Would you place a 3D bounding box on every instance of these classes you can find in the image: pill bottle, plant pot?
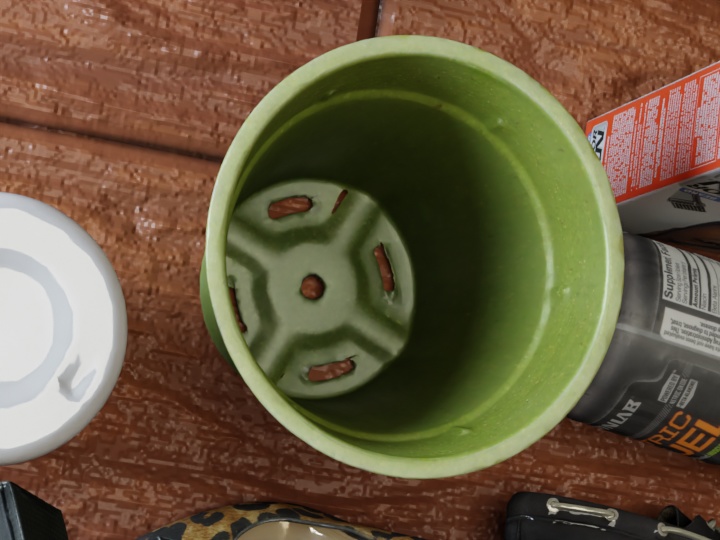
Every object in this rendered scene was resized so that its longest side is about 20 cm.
[{"bbox_3d":[-0.179,0.032,0.942,0.113,0.200,0.114,2,85,-17],"label":"pill bottle"},{"bbox_3d":[0.169,0.043,1.109,0.199,0.106,0.107,18,80,-14],"label":"pill bottle"},{"bbox_3d":[0.000,0.000,1.015,0.199,0.190,0.201,1,85,-17],"label":"plant pot"}]

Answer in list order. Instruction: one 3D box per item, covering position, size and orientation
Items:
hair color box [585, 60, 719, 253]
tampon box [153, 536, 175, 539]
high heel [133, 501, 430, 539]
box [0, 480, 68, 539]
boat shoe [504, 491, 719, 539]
[{"bbox_3d":[0.204,-0.057,1.078,0.111,0.200,0.064,12,81,-16],"label":"hair color box"},{"bbox_3d":[-0.055,0.252,0.958,0.149,0.126,0.200,14,122,-15],"label":"tampon box"},{"bbox_3d":[-0.017,0.153,1.020,0.199,0.143,0.072,9,82,-16],"label":"high heel"},{"bbox_3d":[-0.200,0.222,0.905,0.200,0.193,0.048,-33,137,15],"label":"box"},{"bbox_3d":[0.166,0.157,1.117,0.199,0.074,0.061,7,69,-20],"label":"boat shoe"}]
